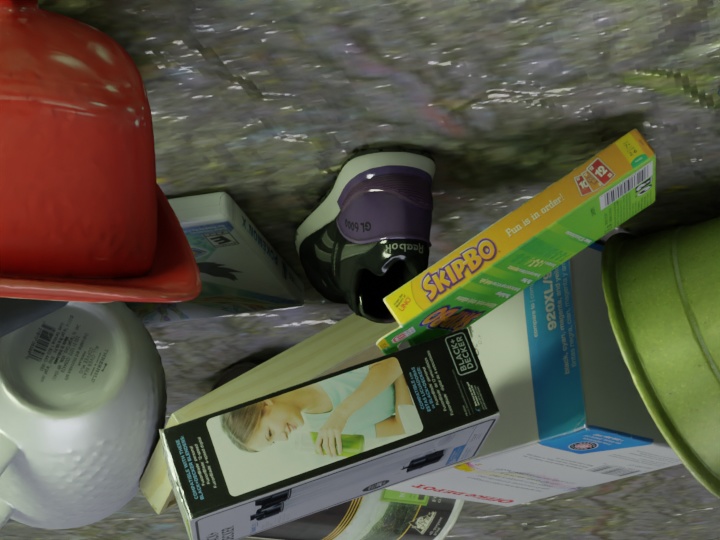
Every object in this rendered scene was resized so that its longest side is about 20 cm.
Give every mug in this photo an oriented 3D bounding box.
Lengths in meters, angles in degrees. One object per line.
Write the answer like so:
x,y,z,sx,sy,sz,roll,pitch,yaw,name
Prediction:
-0.218,0.104,1.087,0.147,0.200,0.175,34,155,4,mug

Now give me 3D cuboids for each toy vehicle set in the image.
-0.058,0.093,1.131,0.199,0.027,0.124,-28,163,-32,toy vehicle set

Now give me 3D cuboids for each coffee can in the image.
-0.026,0.166,1.396,0.199,0.147,0.146,11,155,-35,coffee can

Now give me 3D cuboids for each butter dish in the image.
-0.176,-0.079,0.759,0.198,0.149,0.200,5,-160,-19,butter dish

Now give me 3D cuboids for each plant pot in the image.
0.290,0.023,1.053,0.189,0.201,0.200,-30,149,26,plant pot

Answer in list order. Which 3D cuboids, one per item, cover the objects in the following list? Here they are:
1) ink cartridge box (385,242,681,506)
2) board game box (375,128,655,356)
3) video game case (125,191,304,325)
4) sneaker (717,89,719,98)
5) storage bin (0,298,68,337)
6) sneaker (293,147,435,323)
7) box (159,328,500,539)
0.128,0.082,1.198,0.147,0.146,0.199,16,152,-43,ink cartridge box
0.094,-0.009,0.988,0.200,0.030,0.096,-36,163,0,board game box
-0.158,0.001,1.119,0.199,0.022,0.182,-8,159,12,video game case
0.237,-0.086,0.891,0.074,0.081,0.200,-42,177,-6,sneaker
-0.282,-0.002,0.967,0.199,0.146,0.134,-13,-176,23,storage bin
0.000,0.000,1.046,0.075,0.088,0.200,0,159,-10,sneaker
-0.021,0.109,1.003,0.199,0.060,0.117,-17,163,-11,box
